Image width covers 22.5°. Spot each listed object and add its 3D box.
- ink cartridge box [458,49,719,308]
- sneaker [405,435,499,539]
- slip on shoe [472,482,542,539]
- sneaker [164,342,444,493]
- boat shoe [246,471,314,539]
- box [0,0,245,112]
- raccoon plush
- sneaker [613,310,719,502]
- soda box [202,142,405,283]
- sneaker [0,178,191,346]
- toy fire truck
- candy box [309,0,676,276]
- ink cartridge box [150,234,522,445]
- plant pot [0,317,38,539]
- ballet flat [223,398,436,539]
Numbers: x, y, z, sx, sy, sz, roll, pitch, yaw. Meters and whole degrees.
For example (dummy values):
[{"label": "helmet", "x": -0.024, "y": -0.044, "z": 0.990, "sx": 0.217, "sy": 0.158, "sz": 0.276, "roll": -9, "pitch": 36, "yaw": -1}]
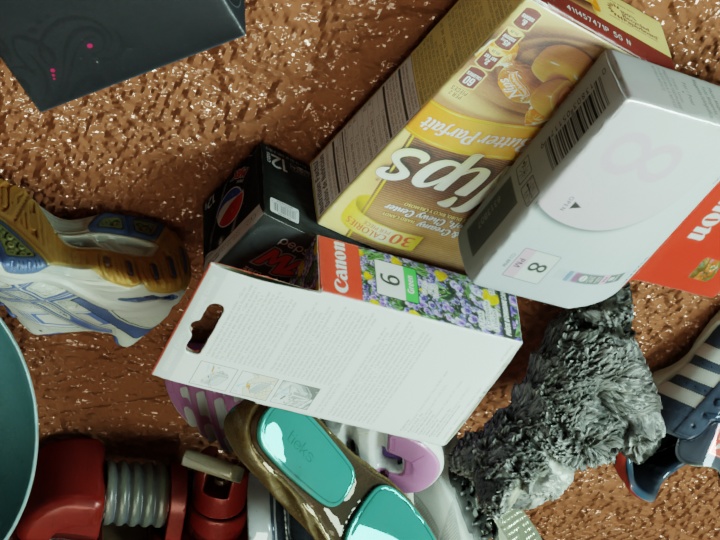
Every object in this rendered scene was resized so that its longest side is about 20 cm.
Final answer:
[{"label": "ink cartridge box", "x": 0.181, "y": -0.037, "z": 1.056, "sx": 0.199, "sy": 0.057, "sz": 0.163, "roll": 16, "pitch": 133, "yaw": -25}, {"label": "sneaker", "x": 0.064, "y": 0.172, "z": 1.274, "sx": 0.079, "sy": 0.074, "sz": 0.201, "roll": 4, "pitch": 113, "yaw": 14}, {"label": "slip on shoe", "x": 0.105, "y": 0.226, "z": 1.379, "sx": 0.061, "sy": 0.074, "sz": 0.200, "roll": -13, "pitch": 132, "yaw": 20}, {"label": "sneaker", "x": -0.031, "y": 0.080, "z": 1.206, "sx": 0.199, "sy": 0.089, "sz": 0.081, "roll": 13, "pitch": 141, "yaw": 12}, {"label": "boat shoe", "x": -0.024, "y": 0.178, "z": 1.270, "sx": 0.090, "sy": 0.071, "sz": 0.200, "roll": -4, "pitch": 167, "yaw": 7}, {"label": "box", "x": -0.150, "y": -0.195, "z": 0.877, "sx": 0.122, "sy": 0.107, "sz": 0.200, "roll": -18, "pitch": 136, "yaw": 14}, {"label": "raccoon plush", "x": 0.112, "y": 0.067, "z": 1.187, "sx": 0.133, "sy": 0.097, "sz": 0.201, "roll": -21, "pitch": 109, "yaw": -9}, {"label": "sneaker", "x": 0.250, "y": 0.090, "z": 1.237, "sx": 0.075, "sy": 0.085, "sz": 0.200, "roll": 25, "pitch": 128, "yaw": -29}, {"label": "soda box", "x": 0.000, "y": 0.000, "z": 1.131, "sx": 0.199, "sy": 0.064, "sz": 0.071, "roll": 25, "pitch": 129, "yaw": -28}, {"label": "sneaker", "x": -0.207, "y": 0.003, "z": 1.103, "sx": 0.199, "sy": 0.076, "sz": 0.088, "roll": 17, "pitch": 133, "yaw": -22}, {"label": "toy fire truck", "x": -0.149, "y": 0.162, "z": 1.252, "sx": 0.175, "sy": 0.129, "sz": 0.201, "roll": 6, "pitch": 127, "yaw": -12}, {"label": "candy box", "x": 0.074, "y": -0.085, "z": 1.053, "sx": 0.115, "sy": 0.056, "sz": 0.200, "roll": 23, "pitch": 129, "yaw": -29}, {"label": "ink cartridge box", "x": -0.015, "y": 0.037, "z": 1.086, "sx": 0.199, "sy": 0.051, "sz": 0.109, "roll": 15, "pitch": 134, "yaw": -19}, {"label": "plant pot", "x": -0.321, "y": 0.103, "z": 1.133, "sx": 0.134, "sy": 0.201, "sz": 0.200, "roll": -7, "pitch": 143, "yaw": 38}, {"label": "ballet flat", "x": -0.019, "y": 0.151, "z": 1.168, "sx": 0.200, "sy": 0.068, "sz": 0.072, "roll": 46, "pitch": 157, "yaw": -24}]
